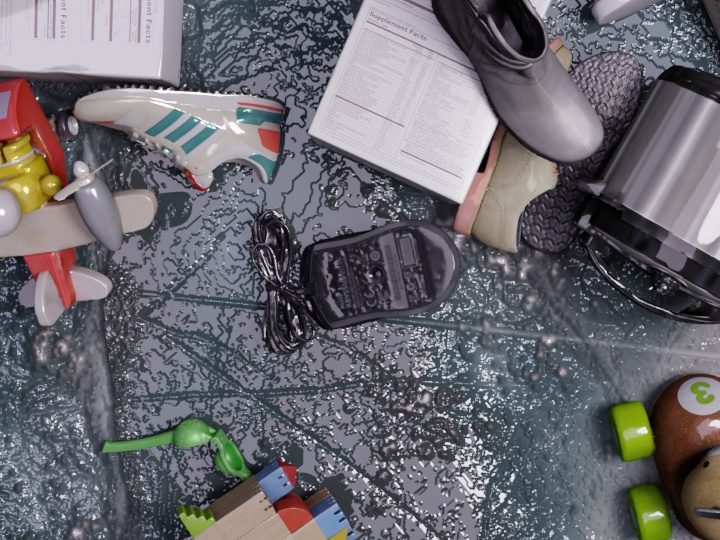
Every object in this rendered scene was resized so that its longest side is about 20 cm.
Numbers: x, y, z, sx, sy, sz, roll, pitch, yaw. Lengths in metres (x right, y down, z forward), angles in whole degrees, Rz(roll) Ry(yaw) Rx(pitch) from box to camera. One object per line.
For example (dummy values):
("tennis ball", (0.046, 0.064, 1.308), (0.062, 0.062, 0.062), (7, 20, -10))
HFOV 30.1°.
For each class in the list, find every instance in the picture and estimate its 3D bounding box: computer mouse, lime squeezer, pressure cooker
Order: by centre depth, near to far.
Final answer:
("pressure cooker", (0.293, -0.059, 1.181), (0.175, 0.178, 0.202), (34, 98, 41))
("computer mouse", (0.000, 0.000, 1.263), (0.197, 0.053, 0.140), (-7, 91, 13))
("lime squeezer", (-0.147, 0.185, 1.279), (0.198, 0.038, 0.071), (25, 93, 0))

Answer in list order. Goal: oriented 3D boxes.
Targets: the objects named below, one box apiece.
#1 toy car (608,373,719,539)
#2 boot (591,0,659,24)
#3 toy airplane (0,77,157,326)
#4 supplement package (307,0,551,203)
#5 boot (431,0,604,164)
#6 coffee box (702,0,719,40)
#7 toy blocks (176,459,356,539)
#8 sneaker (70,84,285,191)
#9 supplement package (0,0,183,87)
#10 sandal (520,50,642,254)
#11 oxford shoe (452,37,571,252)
("toy car", (0.325, 0.179, 1.184), (0.162, 0.200, 0.160), (-13, 92, 2))
("boot", (0.282, -0.313, 1.234), (0.199, 0.074, 0.096), (-31, 86, -6))
("toy airplane", (-0.305, -0.045, 1.219), (0.199, 0.141, 0.201), (39, 107, 8))
("supplement package", (0.060, -0.181, 1.198), (0.149, 0.152, 0.202), (24, 93, -1))
("boot", (0.128, -0.163, 1.059), (0.070, 0.132, 0.200), (-44, 96, 0))
("coffee box", (0.367, -0.229, 1.171), (0.079, 0.113, 0.201), (-33, 114, -5))
("toy blocks", (-0.063, 0.262, 1.250), (0.136, 0.100, 0.201), (-33, 104, -6))
("sneaker", (-0.168, -0.121, 1.237), (0.197, 0.070, 0.095), (2, 95, -15))
("supplement package", (-0.268, -0.230, 1.225), (0.197, 0.114, 0.111), (3, 94, 0))
("sandal", (0.202, -0.114, 1.258), (0.074, 0.045, 0.202), (23, 107, 6))
("oxford shoe", (0.155, -0.112, 1.224), (0.073, 0.071, 0.202), (27, 111, 10))
